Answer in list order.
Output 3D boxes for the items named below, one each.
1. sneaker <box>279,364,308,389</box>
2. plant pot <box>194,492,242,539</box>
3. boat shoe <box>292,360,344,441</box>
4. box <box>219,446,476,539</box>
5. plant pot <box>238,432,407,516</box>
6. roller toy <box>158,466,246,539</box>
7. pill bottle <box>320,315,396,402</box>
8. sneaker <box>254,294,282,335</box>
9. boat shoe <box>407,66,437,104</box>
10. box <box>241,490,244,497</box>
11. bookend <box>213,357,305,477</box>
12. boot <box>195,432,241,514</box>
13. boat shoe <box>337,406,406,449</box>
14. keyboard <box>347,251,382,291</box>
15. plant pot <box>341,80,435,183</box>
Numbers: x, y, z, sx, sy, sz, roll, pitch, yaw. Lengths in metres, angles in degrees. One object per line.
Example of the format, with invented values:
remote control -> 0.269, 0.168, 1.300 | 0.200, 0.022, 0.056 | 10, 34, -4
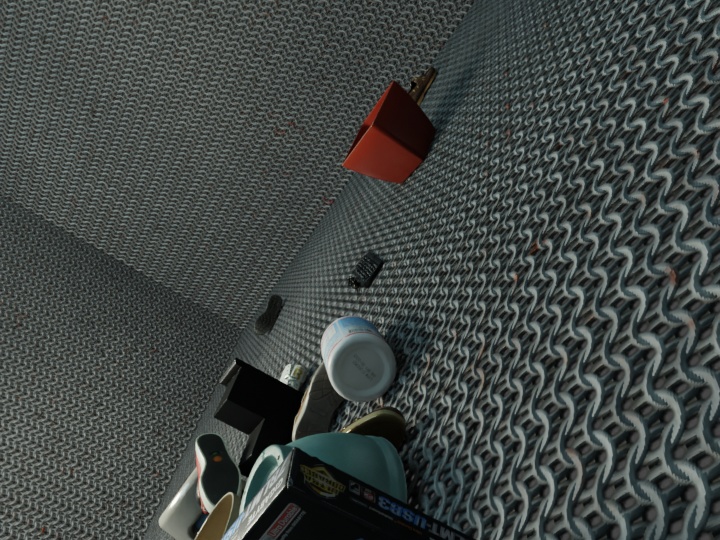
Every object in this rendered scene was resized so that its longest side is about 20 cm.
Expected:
sneaker -> -0.169, 0.275, 1.459 | 0.116, 0.074, 0.200 | -64, 11, -9
plant pot -> -0.177, 0.445, 0.892 | 0.200, 0.134, 0.200 | -56, 12, 18
boat shoe -> -0.074, 0.237, 1.148 | 0.200, 0.076, 0.072 | -60, 9, -16
box -> -0.024, 0.268, 0.526 | 0.200, 0.198, 0.050 | -53, 14, 22
plant pot -> -0.058, 0.276, 0.710 | 0.200, 0.134, 0.201 | -49, 29, 39
roller toy -> -0.351, 0.535, 1.402 | 0.200, 0.140, 0.183 | -52, 2, 42
pill bottle -> -0.010, 0.138, 1.035 | 0.109, 0.109, 0.200 | -58, 11, 3
sneaker -> -0.394, 0.208, 2.657 | 0.200, 0.076, 0.088 | -62, -4, -34
boat shoe -> 0.217, -0.684, 2.291 | 0.200, 0.070, 0.070 | -61, 10, -17
box -> -0.232, 0.507, 1.093 | 0.200, 0.086, 0.164 | -62, 11, -15
bookend -> -0.204, 0.309, 1.199 | 0.092, 0.199, 0.200 | -50, 16, 38
boot -> -0.262, 0.412, 1.122 | 0.200, 0.072, 0.145 | -136, 49, -61
boat shoe -> 0.000, 0.233, 0.856 | 0.200, 0.072, 0.072 | -56, 10, 39
keyboard -> 0.000, 0.000, 1.528 | 0.104, 0.040, 0.200 | -58, 10, 2
plant pot -> 0.092, -0.364, 1.723 | 0.200, 0.176, 0.200 | -43, 20, 53
